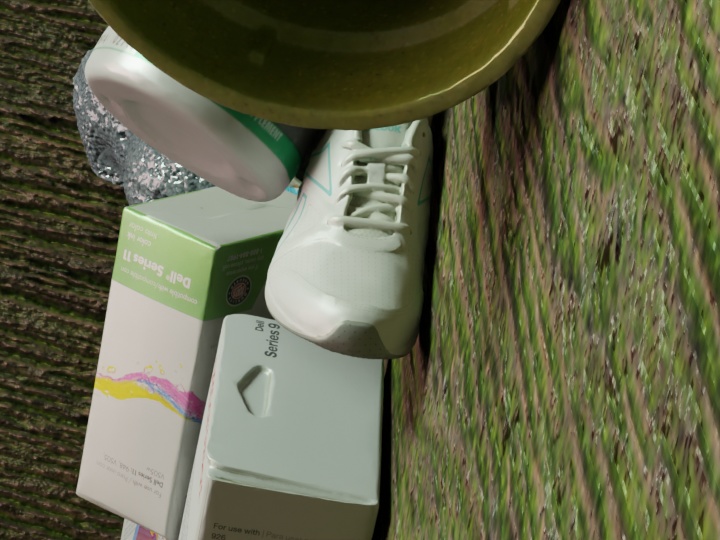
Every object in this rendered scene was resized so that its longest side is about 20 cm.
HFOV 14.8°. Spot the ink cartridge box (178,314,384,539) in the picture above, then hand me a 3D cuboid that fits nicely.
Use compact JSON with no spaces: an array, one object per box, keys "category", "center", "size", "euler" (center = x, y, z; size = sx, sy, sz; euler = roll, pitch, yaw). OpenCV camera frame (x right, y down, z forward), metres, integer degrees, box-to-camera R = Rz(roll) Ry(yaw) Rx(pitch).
[{"category":"ink cartridge box","center":[-0.046,0.145,1.328],"size":[0.146,0.083,0.201],"euler":[-88,9,-60]}]

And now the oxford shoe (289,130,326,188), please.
[{"category":"oxford shoe","center":[-0.034,-0.126,1.423],"size":[0.058,0.075,0.201],"euler":[33,141,41]}]

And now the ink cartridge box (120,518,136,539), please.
[{"category":"ink cartridge box","center":[-0.072,0.071,1.632],"size":[0.145,0.083,0.201],"euler":[132,150,-59]}]

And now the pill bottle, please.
[{"category":"pill bottle","center":[-0.034,-0.144,1.314],"size":[0.201,0.113,0.113],"euler":[-59,1,-12]}]

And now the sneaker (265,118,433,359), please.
[{"category":"sneaker","center":[-0.001,-0.030,1.262],"size":[0.201,0.070,0.081],"euler":[-88,13,-60]}]

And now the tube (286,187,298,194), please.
[{"category":"tube","center":[-0.021,-0.059,1.681],"size":[0.201,0.050,0.078],"euler":[113,158,-50]}]

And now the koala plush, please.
[{"category":"koala plush","center":[-0.104,-0.074,1.801],"size":[0.200,0.182,0.178],"euler":[-88,9,-63]}]

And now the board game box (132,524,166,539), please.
[{"category":"board game box","center":[-0.105,0.224,1.558],"size":[0.158,0.039,0.200],"euler":[56,153,21]}]

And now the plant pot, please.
[{"category":"plant pot","center":[-0.001,-0.185,1.046],"size":[0.185,0.199,0.201],"euler":[-68,-6,-55]}]

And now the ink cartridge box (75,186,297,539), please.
[{"category":"ink cartridge box","center":[-0.081,0.063,1.444],"size":[0.117,0.067,0.201],"euler":[-15,-59,-54]}]
